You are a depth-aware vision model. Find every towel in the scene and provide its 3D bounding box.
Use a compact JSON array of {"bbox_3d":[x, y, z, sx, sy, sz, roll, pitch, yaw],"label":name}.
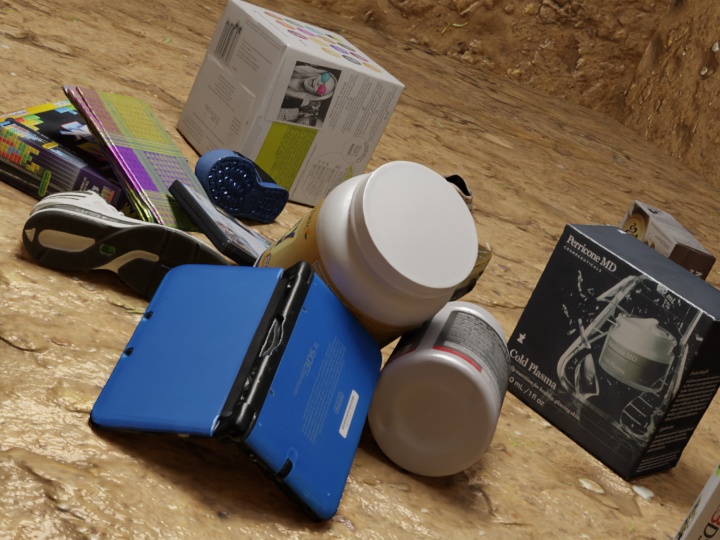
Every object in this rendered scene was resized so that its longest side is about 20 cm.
[{"bbox_3d":[-0.227,-0.115,1.307,0.200,0.023,0.144,55,19,16],"label":"towel"}]

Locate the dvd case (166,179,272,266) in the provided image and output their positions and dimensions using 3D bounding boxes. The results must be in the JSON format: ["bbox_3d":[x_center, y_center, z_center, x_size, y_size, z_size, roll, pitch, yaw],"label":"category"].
[{"bbox_3d":[-0.101,-0.013,1.277,0.200,0.018,0.143,35,7,-41],"label":"dvd case"}]

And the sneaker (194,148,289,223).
[{"bbox_3d":[-0.157,-0.107,1.453,0.078,0.070,0.200,33,1,21],"label":"sneaker"}]

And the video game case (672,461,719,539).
[{"bbox_3d":[0.388,0.236,1.057,0.200,0.182,0.045,28,19,8],"label":"video game case"}]

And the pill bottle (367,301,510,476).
[{"bbox_3d":[0.080,0.101,1.140,0.114,0.114,0.200,27,18,5],"label":"pill bottle"}]

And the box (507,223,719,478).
[{"bbox_3d":[0.281,0.082,1.324,0.200,0.197,0.124,36,21,33],"label":"box"}]

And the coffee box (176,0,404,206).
[{"bbox_3d":[-0.098,-0.223,1.671,0.197,0.200,0.200,12,22,-36],"label":"coffee box"}]

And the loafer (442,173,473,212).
[{"bbox_3d":[0.149,-0.121,1.934,0.072,0.063,0.200,27,18,4],"label":"loafer"}]

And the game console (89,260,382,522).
[{"bbox_3d":[-0.091,0.092,0.991,0.171,0.118,0.200,49,35,-23],"label":"game console"}]

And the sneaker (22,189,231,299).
[{"bbox_3d":[-0.219,-0.035,1.189,0.200,0.076,0.115,17,21,-15],"label":"sneaker"}]

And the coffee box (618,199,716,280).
[{"bbox_3d":[0.489,-0.022,2.024,0.080,0.113,0.200,19,20,-17],"label":"coffee box"}]

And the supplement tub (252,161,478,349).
[{"bbox_3d":[0.000,0.000,1.123,0.144,0.200,0.145,17,56,-28],"label":"supplement tub"}]

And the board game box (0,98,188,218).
[{"bbox_3d":[-0.303,-0.121,1.353,0.165,0.057,0.200,26,18,5],"label":"board game box"}]

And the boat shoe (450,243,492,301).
[{"bbox_3d":[0.080,0.021,1.443,0.200,0.065,0.073,-19,37,-39],"label":"boat shoe"}]
